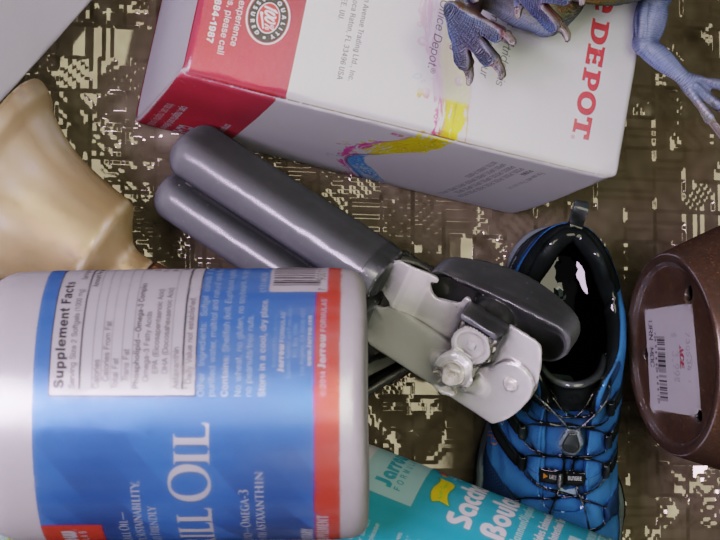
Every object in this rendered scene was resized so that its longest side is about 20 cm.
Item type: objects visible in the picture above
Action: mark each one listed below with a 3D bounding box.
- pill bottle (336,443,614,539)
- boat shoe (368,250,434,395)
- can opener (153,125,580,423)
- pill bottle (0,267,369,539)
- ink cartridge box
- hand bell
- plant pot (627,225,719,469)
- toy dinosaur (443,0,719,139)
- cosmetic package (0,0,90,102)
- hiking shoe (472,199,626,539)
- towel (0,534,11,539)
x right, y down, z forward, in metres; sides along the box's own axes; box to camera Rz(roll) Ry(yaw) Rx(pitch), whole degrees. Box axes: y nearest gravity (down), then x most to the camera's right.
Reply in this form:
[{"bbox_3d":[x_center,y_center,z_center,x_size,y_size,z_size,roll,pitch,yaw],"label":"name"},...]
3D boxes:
[{"bbox_3d":[0.025,0.144,0.912,0.200,0.111,0.111,21,79,8],"label":"pill bottle"},{"bbox_3d":[-0.051,0.045,0.960,0.201,0.063,0.074,-25,93,-14],"label":"boat shoe"},{"bbox_3d":[0.000,0.000,0.931,0.200,0.053,0.066,30,37,8],"label":"can opener"},{"bbox_3d":[-0.096,0.055,0.838,0.200,0.112,0.112,-1,85,1],"label":"pill bottle"},{"bbox_3d":[0.016,-0.122,0.949,0.200,0.145,0.145,14,81,-12],"label":"ink cartridge box"},{"bbox_3d":[-0.087,0.011,0.914,0.200,0.104,0.104,32,78,1],"label":"hand bell"},{"bbox_3d":[0.234,0.033,0.960,0.200,0.187,0.187,-4,85,-18],"label":"plant pot"},{"bbox_3d":[0.121,-0.145,0.864,0.181,0.105,0.200,-36,82,-36],"label":"toy dinosaur"},{"bbox_3d":[-0.208,-0.109,0.878,0.200,0.081,0.113,-55,132,-29],"label":"cosmetic package"},{"bbox_3d":[0.089,0.072,0.971,0.074,0.087,0.200,-2,81,3],"label":"hiking shoe"},{"bbox_3d":[-0.211,0.106,0.875,0.171,0.048,0.200,-4,71,-41],"label":"towel"}]
